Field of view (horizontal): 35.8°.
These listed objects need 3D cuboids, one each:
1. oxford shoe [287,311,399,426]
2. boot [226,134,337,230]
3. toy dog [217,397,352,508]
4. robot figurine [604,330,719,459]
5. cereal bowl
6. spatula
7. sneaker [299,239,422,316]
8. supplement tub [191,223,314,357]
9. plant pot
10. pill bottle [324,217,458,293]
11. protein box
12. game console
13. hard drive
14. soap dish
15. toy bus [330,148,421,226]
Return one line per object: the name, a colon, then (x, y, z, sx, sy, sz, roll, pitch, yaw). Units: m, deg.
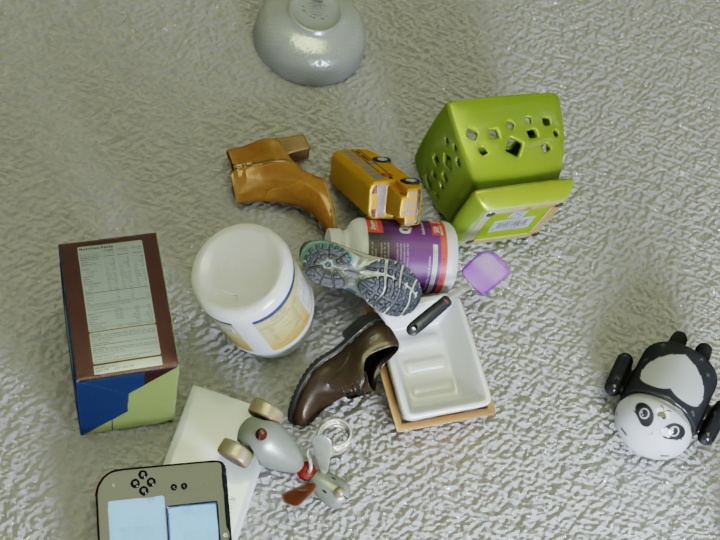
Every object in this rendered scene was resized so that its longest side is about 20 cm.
oxford shoe: (-0.025, 0.156, 1.593, 0.200, 0.073, 0.084, -47, 57, 4)
boot: (-0.128, -0.123, 1.771, 0.143, 0.071, 0.203, -18, 64, -14)
toy dog: (-0.093, 0.253, 1.524, 0.198, 0.096, 0.133, 15, 79, -15)
robot figurine: (0.465, 0.189, 1.688, 0.125, 0.149, 0.201, 53, 56, -27)
cereal bowl: (-0.083, -0.422, 1.927, 0.198, 0.084, 0.202, 5, 62, -9)
spatula: (0.141, 0.037, 1.670, 0.199, 0.021, 0.057, -36, 75, -27)
sneaker: (0.000, 0.000, 1.627, 0.199, 0.086, 0.078, 25, 97, -21)
supplement tub: (-0.145, 0.035, 1.581, 0.143, 0.200, 0.146, -4, 67, 9)
plant pot: (0.219, -0.154, 1.787, 0.198, 0.199, 0.183, -8, 71, -17)
pill bottle: (0.046, -0.023, 1.721, 0.198, 0.113, 0.114, 2, 61, -12)
protein box: (-0.333, 0.089, 1.528, 0.133, 0.199, 0.202, -7, 63, -16)
game console: (-0.257, 0.359, 1.474, 0.175, 0.031, 0.202, -4, 74, -9)
hard drive: (-0.206, 0.273, 1.557, 0.131, 0.026, 0.202, 18, 60, -2)
soap dish: (0.098, 0.140, 1.662, 0.156, 0.081, 0.202, -8, 64, -16)
toy bus: (0.025, -0.131, 1.740, 0.077, 0.066, 0.200, -5, 25, -23)
